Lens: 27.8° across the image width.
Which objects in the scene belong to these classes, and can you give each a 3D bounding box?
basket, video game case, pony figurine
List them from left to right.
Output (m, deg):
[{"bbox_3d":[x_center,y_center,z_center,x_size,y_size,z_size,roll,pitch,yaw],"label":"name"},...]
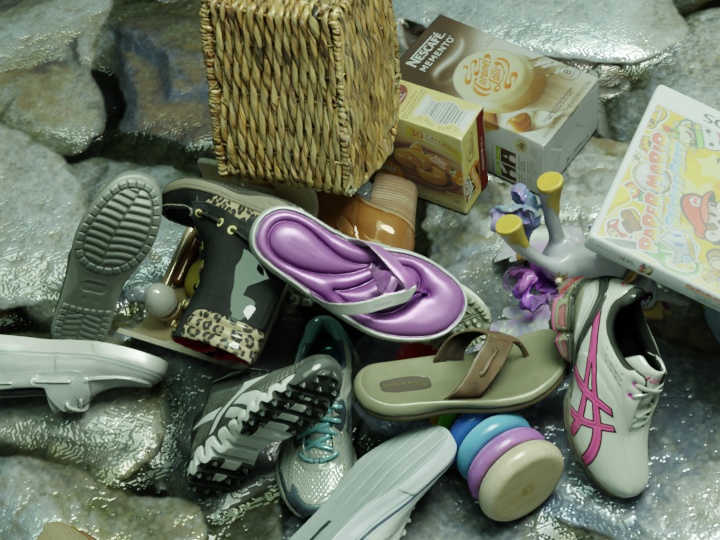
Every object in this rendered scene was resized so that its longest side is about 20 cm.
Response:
[{"bbox_3d":[-0.052,-0.191,1.384,0.149,0.200,0.143,10,34,23],"label":"basket"},{"bbox_3d":[0.193,-0.005,1.349,0.193,0.200,0.167,-5,55,23],"label":"pony figurine"},{"bbox_3d":[0.306,-0.054,1.236,0.182,0.023,0.200,26,54,6],"label":"video game case"}]

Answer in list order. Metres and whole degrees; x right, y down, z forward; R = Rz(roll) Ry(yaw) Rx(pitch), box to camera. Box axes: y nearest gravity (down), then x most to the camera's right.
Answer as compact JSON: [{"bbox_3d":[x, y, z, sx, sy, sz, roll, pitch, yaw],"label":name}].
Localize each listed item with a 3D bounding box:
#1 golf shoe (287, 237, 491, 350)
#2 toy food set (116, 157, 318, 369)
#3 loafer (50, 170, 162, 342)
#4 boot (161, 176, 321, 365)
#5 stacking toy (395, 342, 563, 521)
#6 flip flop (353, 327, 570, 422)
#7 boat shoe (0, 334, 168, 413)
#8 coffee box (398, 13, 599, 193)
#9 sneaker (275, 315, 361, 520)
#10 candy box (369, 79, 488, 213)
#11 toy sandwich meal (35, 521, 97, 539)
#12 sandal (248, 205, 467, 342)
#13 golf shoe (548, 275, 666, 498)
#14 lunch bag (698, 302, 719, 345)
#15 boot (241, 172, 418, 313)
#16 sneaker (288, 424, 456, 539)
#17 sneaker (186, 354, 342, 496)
[{"bbox_3d":[0.035,0.006,1.354,0.200,0.078,0.097,21,32,12],"label":"golf shoe"},{"bbox_3d":[-0.140,-0.009,1.419,0.143,0.060,0.200,14,73,30],"label":"toy food set"},{"bbox_3d":[-0.253,-0.018,1.416,0.075,0.200,0.070,20,24,-22],"label":"loafer"},{"bbox_3d":[-0.135,-0.001,1.339,0.200,0.073,0.151,14,76,38],"label":"boot"},{"bbox_3d":[0.093,0.131,1.312,0.085,0.085,0.200,-29,48,-15],"label":"stacking toy"},{"bbox_3d":[0.092,0.082,1.269,0.200,0.058,0.081,-7,36,-11],"label":"flip flop"},{"bbox_3d":[-0.285,0.103,1.390,0.200,0.072,0.069,5,74,3],"label":"boat shoe"},{"bbox_3d":[0.138,-0.178,1.539,0.200,0.080,0.114,26,60,25],"label":"coffee box"},{"bbox_3d":[-0.042,0.130,1.320,0.078,0.086,0.200,-3,52,6],"label":"sneaker"},{"bbox_3d":[0.030,-0.143,1.503,0.200,0.116,0.055,22,57,22],"label":"candy box"},{"bbox_3d":[-0.280,0.311,1.221,0.205,0.070,0.205,-4,52,5],"label":"toy sandwich meal"},{"bbox_3d":[-0.002,0.007,1.257,0.202,0.050,0.083,21,85,-7],"label":"sandal"},{"bbox_3d":[0.220,0.104,1.244,0.073,0.200,0.092,-20,12,-34],"label":"golf shoe"},{"bbox_3d":[0.348,-0.033,1.347,0.082,0.161,0.200,-11,53,-1],"label":"lunch bag"},{"bbox_3d":[-0.046,-0.029,1.463,0.200,0.077,0.155,11,58,6],"label":"boot"},{"bbox_3d":[0.010,0.217,1.255,0.200,0.071,0.073,-41,31,-12],"label":"sneaker"},{"bbox_3d":[-0.093,0.115,1.288,0.066,0.200,0.091,19,43,-36],"label":"sneaker"}]
